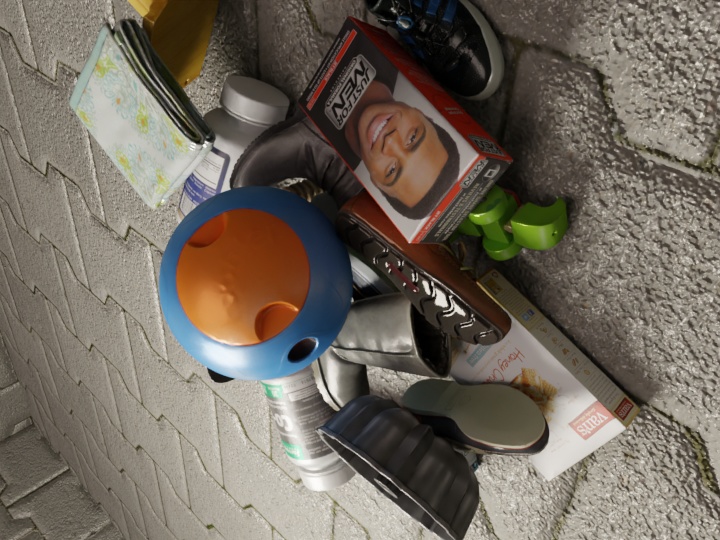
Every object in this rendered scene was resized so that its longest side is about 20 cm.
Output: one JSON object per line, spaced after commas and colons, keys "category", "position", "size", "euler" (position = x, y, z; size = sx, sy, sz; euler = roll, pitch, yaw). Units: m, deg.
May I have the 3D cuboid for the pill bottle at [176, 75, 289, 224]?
{"category": "pill bottle", "position": [-0.159, -0.137, 0.817], "size": [0.111, 0.111, 0.201], "euler": [39, 122, 24]}

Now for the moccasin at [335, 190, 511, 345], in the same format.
{"category": "moccasin", "position": [0.067, -0.007, 0.627], "size": [0.201, 0.078, 0.074], "euler": [39, 149, 20]}

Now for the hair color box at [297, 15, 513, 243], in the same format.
{"category": "hair color box", "position": [0.034, -0.129, 0.585], "size": [0.200, 0.061, 0.102], "euler": [53, 122, 26]}

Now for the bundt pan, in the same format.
{"category": "bundt pan", "position": [0.050, 0.211, 0.708], "size": [0.201, 0.076, 0.202], "euler": [36, 162, 14]}

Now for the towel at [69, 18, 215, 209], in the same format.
{"category": "towel", "position": [-0.267, -0.179, 0.768], "size": [0.172, 0.048, 0.200], "euler": [56, 142, -5]}

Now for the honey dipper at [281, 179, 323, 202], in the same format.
{"category": "honey dipper", "position": [-0.132, -0.069, 0.772], "size": [0.038, 0.199, 0.038], "euler": [31, 134, 40]}

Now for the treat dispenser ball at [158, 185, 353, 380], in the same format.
{"category": "treat dispenser ball", "position": [-0.107, 0.013, 0.670], "size": [0.200, 0.200, 0.202], "euler": [27, 131, 35]}

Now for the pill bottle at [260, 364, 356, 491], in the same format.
{"category": "pill bottle", "position": [-0.071, 0.219, 0.959], "size": [0.113, 0.113, 0.201], "euler": [1, 113, 48]}

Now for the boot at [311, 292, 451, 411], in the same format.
{"category": "boot", "position": [0.025, 0.102, 0.741], "size": [0.199, 0.073, 0.183], "euler": [-4, 120, 41]}

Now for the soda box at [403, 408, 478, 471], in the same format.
{"category": "soda box", "position": [0.058, 0.234, 0.865], "size": [0.199, 0.063, 0.069], "euler": [2, 115, 48]}

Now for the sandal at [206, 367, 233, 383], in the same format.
{"category": "sandal", "position": [-0.139, 0.101, 0.911], "size": [0.075, 0.199, 0.045], "euler": [52, -171, -34]}

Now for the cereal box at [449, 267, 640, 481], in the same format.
{"category": "cereal box", "position": [0.171, 0.113, 0.677], "size": [0.200, 0.039, 0.144], "euler": [47, 142, 17]}

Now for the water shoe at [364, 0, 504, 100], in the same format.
{"category": "water shoe", "position": [0.045, -0.228, 0.572], "size": [0.200, 0.079, 0.072], "euler": [54, 142, 8]}

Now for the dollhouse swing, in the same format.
{"category": "dollhouse swing", "position": [-0.280, -0.349, 0.801], "size": [0.175, 0.182, 0.200], "euler": [36, 141, -2]}

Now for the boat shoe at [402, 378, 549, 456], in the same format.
{"category": "boat shoe", "position": [0.123, 0.163, 0.679], "size": [0.200, 0.071, 0.063], "euler": [-1, 125, 56]}

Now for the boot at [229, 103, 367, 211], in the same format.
{"category": "boot", "position": [-0.051, -0.108, 0.711], "size": [0.200, 0.070, 0.132], "euler": [-40, 80, 25]}

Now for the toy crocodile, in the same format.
{"category": "toy crocodile", "position": [0.106, -0.061, 0.627], "size": [0.199, 0.062, 0.068], "euler": [18, 153, 47]}

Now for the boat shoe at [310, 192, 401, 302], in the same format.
{"category": "boat shoe", "position": [0.000, 0.000, 0.773], "size": [0.200, 0.071, 0.091], "euler": [46, 141, 17]}
